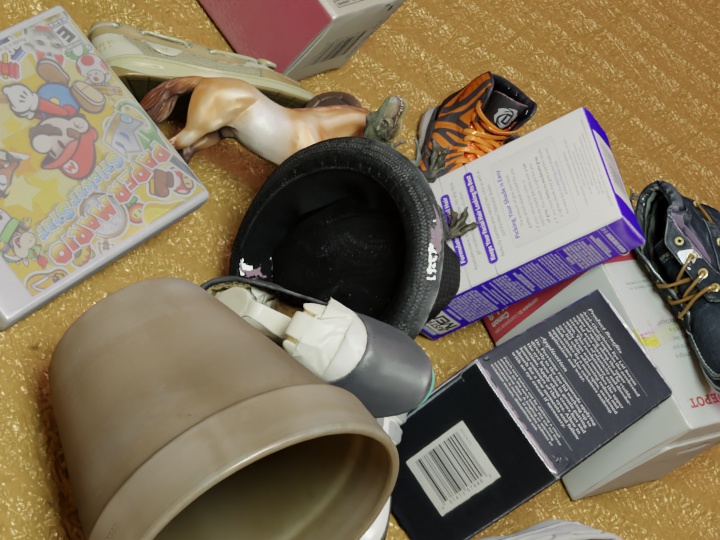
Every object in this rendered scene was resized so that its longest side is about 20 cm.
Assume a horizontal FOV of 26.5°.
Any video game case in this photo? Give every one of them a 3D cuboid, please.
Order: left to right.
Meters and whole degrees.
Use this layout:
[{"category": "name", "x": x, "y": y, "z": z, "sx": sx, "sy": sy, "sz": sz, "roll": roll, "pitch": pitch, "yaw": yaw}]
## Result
[{"category": "video game case", "x": -0.228, "y": -0.078, "z": 1.059, "sx": 0.182, "sy": 0.023, "sz": 0.200, "roll": 51, "pitch": 48, "yaw": 2}]

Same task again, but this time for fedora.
[{"category": "fedora", "x": 0.000, "y": 0.000, "z": 1.100, "sx": 0.091, "sy": 0.200, "sz": 0.201, "roll": 14, "pitch": 49, "yaw": -48}]

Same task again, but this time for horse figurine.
[{"category": "horse figurine", "x": -0.086, "y": -0.093, "z": 1.161, "sx": 0.199, "sy": 0.133, "sz": 0.050, "roll": 24, "pitch": 1, "yaw": -12}]

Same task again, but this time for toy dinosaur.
[{"category": "toy dinosaur", "x": 0.045, "y": -0.051, "z": 1.201, "sx": 0.088, "sy": 0.047, "sz": 0.201, "roll": -29, "pitch": 118, "yaw": -38}]

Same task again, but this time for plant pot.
[{"category": "plant pot", "x": -0.105, "y": 0.105, "z": 0.945, "sx": 0.200, "sy": 0.200, "sz": 0.174, "roll": -3, "pitch": 44, "yaw": -46}]

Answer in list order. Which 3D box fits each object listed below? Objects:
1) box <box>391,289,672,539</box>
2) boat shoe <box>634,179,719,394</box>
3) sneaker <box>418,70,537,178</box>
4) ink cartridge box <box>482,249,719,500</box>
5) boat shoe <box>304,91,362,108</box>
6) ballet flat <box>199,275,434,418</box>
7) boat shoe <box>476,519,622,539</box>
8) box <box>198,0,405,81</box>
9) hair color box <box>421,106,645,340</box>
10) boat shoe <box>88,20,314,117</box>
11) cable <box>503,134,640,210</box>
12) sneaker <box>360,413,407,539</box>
[{"category": "box", "x": 0.121, "y": 0.116, "z": 1.172, "sx": 0.105, "sy": 0.148, "sz": 0.200, "roll": 55, "pitch": 37, "yaw": 9}, {"category": "boat shoe", "x": 0.271, "y": 0.015, "z": 1.238, "sx": 0.091, "sy": 0.071, "sz": 0.201, "roll": 27, "pitch": 37, "yaw": -24}, {"category": "sneaker", "x": 0.099, "y": -0.108, "z": 1.367, "sx": 0.077, "sy": 0.112, "sz": 0.201, "roll": 28, "pitch": 43, "yaw": -25}, {"category": "ink cartridge box", "x": 0.227, "y": 0.073, "z": 1.314, "sx": 0.145, "sy": 0.145, "sz": 0.201, "roll": -3, "pitch": 61, "yaw": -46}, {"category": "boat shoe", "x": -0.016, "y": -0.039, "z": 1.226, "sx": 0.074, "sy": 0.075, "sz": 0.203, "roll": 3, "pitch": 69, "yaw": 7}, {"category": "ballet flat", "x": -0.042, "y": 0.045, "z": 1.013, "sx": 0.200, "sy": 0.073, "sz": 0.073, "roll": 20, "pitch": 15, "yaw": 42}, {"category": "boat shoe", "x": 0.129, "y": 0.227, "z": 1.134, "sx": 0.200, "sy": 0.065, "sz": 0.074, "roll": -19, "pitch": 101, "yaw": -50}, {"category": "box", "x": -0.075, "y": -0.276, "z": 1.339, "sx": 0.200, "sy": 0.109, "sz": 0.128, "roll": 54, "pitch": 38, "yaw": 6}, {"category": "hair color box", "x": 0.119, "y": -0.036, "z": 1.250, "sx": 0.065, "sy": 0.199, "sz": 0.110, "roll": 37, "pitch": 33, "yaw": -55}, {"category": "boat shoe", "x": -0.123, "y": -0.155, "z": 1.222, "sx": 0.200, "sy": 0.073, "sz": 0.063, "roll": 4, "pitch": 60, "yaw": -34}, {"category": "cable", "x": 0.200, "y": -0.068, "z": 1.513, "sx": 0.199, "sy": 0.050, "sz": 0.097, "roll": 20, "pitch": 62, "yaw": -16}, {"category": "sneaker", "x": -0.031, "y": 0.105, "z": 1.090, "sx": 0.115, "sy": 0.075, "sz": 0.201, "roll": 27, "pitch": 44, "yaw": -23}]
